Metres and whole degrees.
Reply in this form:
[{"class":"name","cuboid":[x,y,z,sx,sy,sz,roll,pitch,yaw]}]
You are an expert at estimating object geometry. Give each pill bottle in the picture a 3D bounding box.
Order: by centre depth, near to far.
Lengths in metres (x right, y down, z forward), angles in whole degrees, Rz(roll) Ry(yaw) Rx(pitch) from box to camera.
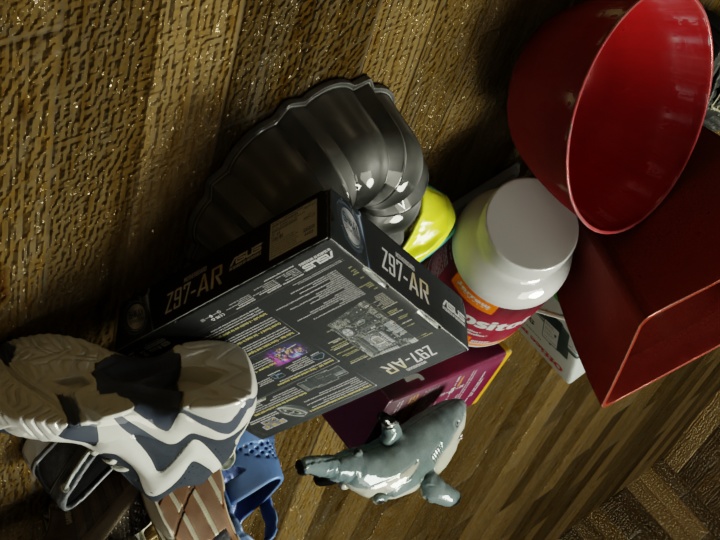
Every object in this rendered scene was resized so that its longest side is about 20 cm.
[{"class":"pill bottle","cuboid":[0.128,-0.007,1.079,0.112,0.113,0.200,-34,169,-19]}]

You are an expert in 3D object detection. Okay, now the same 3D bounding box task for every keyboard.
[{"class":"keyboard","cuboid":[0.077,-0.042,1.126,0.199,0.011,0.056,-32,160,-23]}]

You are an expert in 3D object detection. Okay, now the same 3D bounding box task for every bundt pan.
[{"class":"bundt pan","cuboid":[-0.027,-0.042,0.871,0.201,0.076,0.203,-36,156,-18]}]

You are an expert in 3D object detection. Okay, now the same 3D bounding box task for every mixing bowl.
[{"class":"mixing bowl","cuboid":[0.193,-0.142,0.968,0.199,0.108,0.203,-23,125,-37]}]

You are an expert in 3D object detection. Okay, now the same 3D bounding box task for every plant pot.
[{"class":"plant pot","cuboid":[0.275,-0.024,1.084,0.198,0.177,0.201,-25,155,-12]}]

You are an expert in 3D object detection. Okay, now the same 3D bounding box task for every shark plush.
[{"class":"shark plush","cuboid":[0.015,0.161,1.075,0.198,0.091,0.084,4,111,-32]}]

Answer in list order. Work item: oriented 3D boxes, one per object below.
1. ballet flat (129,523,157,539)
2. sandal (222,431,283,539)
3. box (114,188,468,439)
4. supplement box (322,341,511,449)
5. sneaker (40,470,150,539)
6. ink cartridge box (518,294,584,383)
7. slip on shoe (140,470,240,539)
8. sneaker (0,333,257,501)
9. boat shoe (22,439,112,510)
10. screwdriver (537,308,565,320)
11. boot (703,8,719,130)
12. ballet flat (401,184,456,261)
[{"class":"ballet flat","cuboid":[-0.198,0.239,1.100,0.199,0.063,0.069,-33,154,-21]},{"class":"sandal","cuboid":[-0.099,0.170,1.054,0.079,0.086,0.203,-3,110,-50]},{"class":"box","cuboid":[-0.048,0.040,0.821,0.199,0.044,0.160,-27,135,29]},{"class":"supplement box","cuboid":[0.043,0.095,1.176,0.199,0.110,0.086,-16,145,-46]},{"class":"sneaker","cuboid":[-0.230,0.203,0.996,0.200,0.075,0.071,-49,159,-50]},{"class":"ink cartridge box","cuboid":[0.221,0.014,1.278,0.083,0.147,0.201,-35,155,-15]},{"class":"slip on shoe","cuboid":[-0.144,0.218,1.001,0.076,0.202,0.060,-34,-167,-38]},{"class":"sneaker","cuboid":[-0.172,0.112,0.807,0.196,0.080,0.131,-5,135,-13]},{"class":"boat shoe","cuboid":[-0.170,0.102,0.898,0.200,0.068,0.072,-42,157,-3]},{"class":"screwdriver","cuboid":[0.165,0.032,1.186,0.028,0.197,0.030,-35,135,-72]},{"class":"boot","cuboid":[0.330,-0.168,1.221,0.212,0.080,0.157,-51,156,17]},{"class":"ballet flat","cuboid":[0.000,0.000,1.020,0.200,0.067,0.067,-46,136,1]}]
